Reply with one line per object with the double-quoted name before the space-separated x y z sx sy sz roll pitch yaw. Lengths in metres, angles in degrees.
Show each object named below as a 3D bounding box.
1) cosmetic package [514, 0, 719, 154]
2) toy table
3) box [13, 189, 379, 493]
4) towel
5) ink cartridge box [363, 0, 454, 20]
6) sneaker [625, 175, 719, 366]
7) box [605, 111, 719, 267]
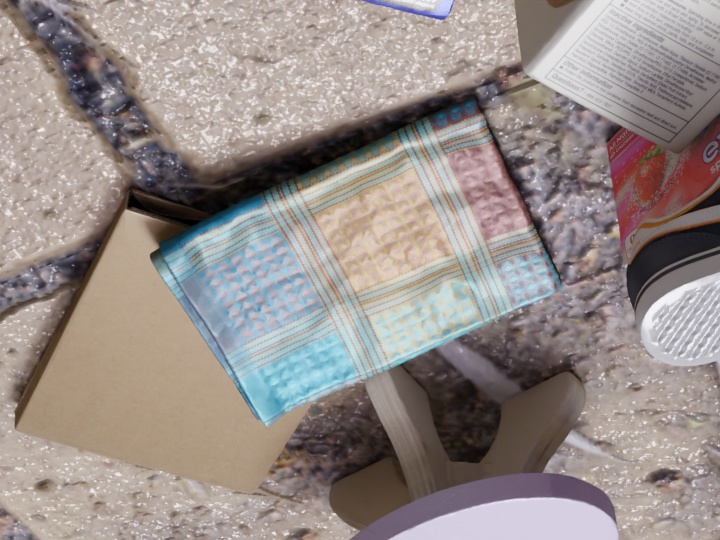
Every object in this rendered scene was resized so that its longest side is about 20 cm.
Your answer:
"cosmetic package" 0.171 -0.160 0.880 0.105 0.071 0.200 26 128 -24
"toy table" 0.058 0.146 1.139 0.199 0.118 0.184 -19 132 14
"box" -0.099 0.049 1.104 0.163 0.021 0.200 17 131 -19
"towel" 0.000 0.000 1.037 0.199 0.022 0.147 -24 127 8
"ink cartridge box" -0.019 -0.183 0.761 0.135 0.201 0.077 12 133 -14
"sneaker" 0.222 -0.019 0.877 0.199 0.080 0.079 -12 128 4
"box" 0.226 -0.076 0.944 0.094 0.103 0.200 26 129 -23
